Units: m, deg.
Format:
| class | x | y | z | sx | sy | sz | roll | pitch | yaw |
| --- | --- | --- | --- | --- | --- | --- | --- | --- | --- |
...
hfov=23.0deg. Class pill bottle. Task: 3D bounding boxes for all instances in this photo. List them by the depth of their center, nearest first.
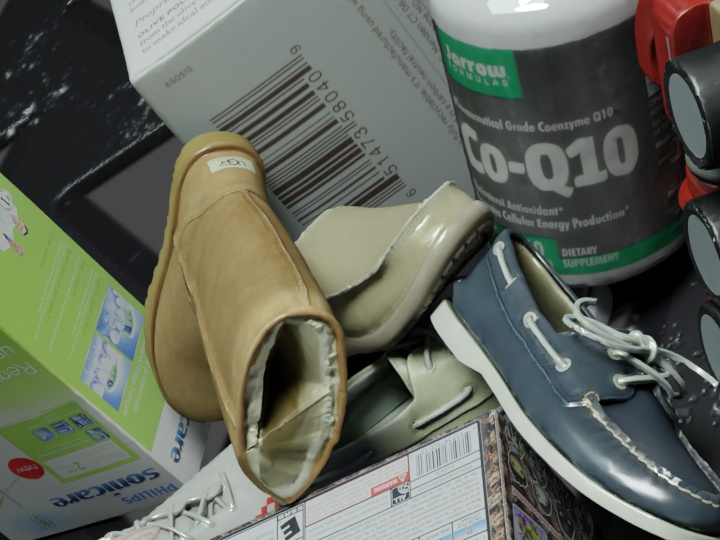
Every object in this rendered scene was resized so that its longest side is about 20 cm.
| class | x | y | z | sx | sy | sz | roll | pitch | yaw |
| --- | --- | --- | --- | --- | --- | --- | --- | --- | --- |
| pill bottle | 0.094 | -0.102 | 0.826 | 0.112 | 0.201 | 0.114 | -11 | 35 | 8 |

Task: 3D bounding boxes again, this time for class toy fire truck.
| class | x | y | z | sx | sy | sz | roll | pitch | yaw |
| --- | --- | --- | --- | --- | --- | --- | --- | --- | --- |
| toy fire truck | 0.177 | -0.070 | 0.780 | 0.127 | 0.177 | 0.200 | -19 | 32 | -6 |

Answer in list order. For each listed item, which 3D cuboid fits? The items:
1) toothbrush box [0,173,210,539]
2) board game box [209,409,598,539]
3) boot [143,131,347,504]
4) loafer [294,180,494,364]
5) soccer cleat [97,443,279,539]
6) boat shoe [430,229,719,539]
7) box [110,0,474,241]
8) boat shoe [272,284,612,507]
| class | x | y | z | sx | sy | sz | roll | pitch | yaw |
| --- | --- | --- | --- | --- | --- | --- | --- | --- | --- |
| toothbrush box | -0.197 | 0.055 | 0.984 | 0.145 | 0.200 | 0.087 | -18 | 44 | 30 |
| board game box | 0.021 | 0.187 | 0.731 | 0.158 | 0.097 | 0.201 | -26 | 40 | 23 |
| boot | -0.059 | 0.046 | 0.855 | 0.065 | 0.177 | 0.200 | -6 | 31 | -14 |
| loafer | 0.000 | 0.000 | 0.891 | 0.076 | 0.068 | 0.200 | -47 | 3 | -29 |
| soccer cleat | -0.100 | 0.150 | 0.895 | 0.201 | 0.085 | 0.068 | -53 | 37 | -11 |
| boat shoe | 0.100 | 0.047 | 0.761 | 0.062 | 0.074 | 0.200 | -57 | 32 | 11 |
| box | -0.008 | -0.137 | 0.992 | 0.199 | 0.199 | 0.172 | -35 | 37 | 9 |
| boat shoe | 0.038 | 0.060 | 0.869 | 0.200 | 0.062 | 0.072 | -43 | 36 | 0 |
